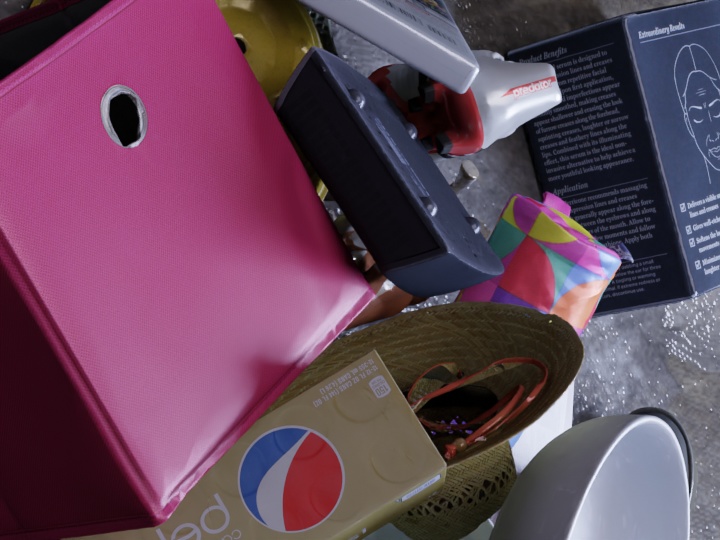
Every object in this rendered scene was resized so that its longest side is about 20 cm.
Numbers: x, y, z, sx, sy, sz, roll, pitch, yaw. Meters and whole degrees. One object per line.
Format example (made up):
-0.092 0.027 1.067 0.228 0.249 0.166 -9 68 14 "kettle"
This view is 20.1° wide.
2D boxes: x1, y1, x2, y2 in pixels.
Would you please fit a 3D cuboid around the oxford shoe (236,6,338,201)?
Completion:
-0.046 -0.126 1.229 0.075 0.058 0.201 -22 82 -30 "oxford shoe"

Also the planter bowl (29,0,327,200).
-0.082 -0.110 1.116 0.200 0.083 0.201 10 68 -25 "planter bowl"

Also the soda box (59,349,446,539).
-0.060 0.121 0.955 0.200 0.064 0.068 -30 77 -8 "soda box"

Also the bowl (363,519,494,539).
-0.014 0.197 1.126 0.200 0.090 0.202 14 50 -17 "bowl"

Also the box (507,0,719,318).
0.210 -0.083 1.454 0.148 0.107 0.201 -17 93 -48 "box"

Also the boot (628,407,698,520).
0.166 0.144 1.323 0.200 0.072 0.183 52 43 -57 "boot"

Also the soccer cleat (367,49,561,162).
0.056 -0.099 1.230 0.085 0.200 0.069 -17 96 -14 "soccer cleat"

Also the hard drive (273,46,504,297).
0.016 -0.045 1.063 0.135 0.042 0.200 57 8 8 "hard drive"

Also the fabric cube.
-0.151 -0.005 0.972 0.196 0.200 0.200 -45 113 -45 "fabric cube"

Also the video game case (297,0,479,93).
-0.033 -0.179 1.151 0.200 0.023 0.182 28 17 -16 "video game case"

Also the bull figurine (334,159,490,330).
0.000 0.000 1.209 0.065 0.121 0.200 54 36 7 "bull figurine"

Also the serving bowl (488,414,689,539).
0.108 0.171 1.069 0.200 0.066 0.201 -25 119 -57 "serving bowl"

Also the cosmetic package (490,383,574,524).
0.091 0.140 1.309 0.082 0.051 0.201 26 62 -46 "cosmetic package"

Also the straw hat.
0.037 0.100 1.094 0.201 0.200 0.085 -46 122 -43 "straw hat"

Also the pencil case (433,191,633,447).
0.083 0.050 1.238 0.088 0.088 0.200 27 96 -40 "pencil case"
